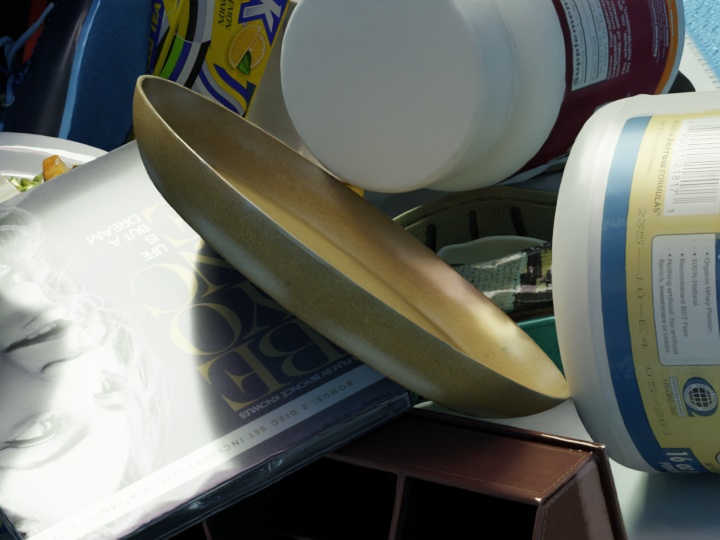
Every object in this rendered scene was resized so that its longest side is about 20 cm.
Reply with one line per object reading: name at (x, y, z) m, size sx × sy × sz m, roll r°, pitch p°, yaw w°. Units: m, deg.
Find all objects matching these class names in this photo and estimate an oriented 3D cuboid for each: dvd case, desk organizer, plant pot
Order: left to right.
dvd case at (-0.093, 0.026, 0.917) m, size 0.148 × 0.016 × 0.200 m, roll -26°, pitch 43°, yaw -18°
plant pot at (-0.008, -0.004, 0.910) m, size 0.028 × 0.200 × 0.200 m, roll -53°, pitch 22°, yaw 8°
desk organizer at (-0.004, 0.097, 0.879) m, size 0.199 × 0.072 × 0.077 m, roll 8°, pitch 33°, yaw 43°

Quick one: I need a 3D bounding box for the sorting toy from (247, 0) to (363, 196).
sorting toy at (0.028, -0.091, 1.281) m, size 0.179 × 0.108 × 0.200 m, roll -5°, pitch 19°, yaw -35°

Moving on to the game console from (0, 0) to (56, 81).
game console at (-0.169, -0.137, 1.175) m, size 0.031 × 0.200 × 0.177 m, roll 37°, pitch 62°, yaw 6°

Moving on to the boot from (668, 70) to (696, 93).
boot at (0.095, -0.151, 1.284) m, size 0.070 × 0.200 × 0.146 m, roll -45°, pitch 45°, yaw 0°

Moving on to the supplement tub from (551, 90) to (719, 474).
supplement tub at (0.184, 0.002, 0.892) m, size 0.199 × 0.145 × 0.145 m, roll -2°, pitch 25°, yaw 27°

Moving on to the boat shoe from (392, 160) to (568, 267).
boat shoe at (0.098, -0.012, 1.091) m, size 0.199 × 0.075 × 0.068 m, roll -12°, pitch 3°, yaw 9°

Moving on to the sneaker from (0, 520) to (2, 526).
sneaker at (-0.147, 0.063, 1.020) m, size 0.076 × 0.076 × 0.200 m, roll 12°, pitch 44°, yaw 20°

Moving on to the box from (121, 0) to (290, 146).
box at (-0.075, -0.150, 1.218) m, size 0.064 × 0.201 × 0.070 m, roll 15°, pitch 10°, yaw -39°

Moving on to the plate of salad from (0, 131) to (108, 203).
plate of salad at (-0.164, -0.010, 1.022) m, size 0.199 × 0.048 × 0.201 m, roll 2°, pitch 38°, yaw -1°

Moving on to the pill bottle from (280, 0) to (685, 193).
pill bottle at (0.056, -0.097, 1.062) m, size 0.114 × 0.115 × 0.200 m, roll 0°, pitch 12°, yaw 30°

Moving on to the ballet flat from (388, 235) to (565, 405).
ballet flat at (0.024, 0.021, 1.032) m, size 0.199 × 0.075 × 0.074 m, roll -6°, pitch 22°, yaw -3°

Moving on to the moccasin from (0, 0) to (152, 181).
moccasin at (-0.154, -0.071, 1.144) m, size 0.068 × 0.081 × 0.201 m, roll 7°, pitch 63°, yaw 21°
